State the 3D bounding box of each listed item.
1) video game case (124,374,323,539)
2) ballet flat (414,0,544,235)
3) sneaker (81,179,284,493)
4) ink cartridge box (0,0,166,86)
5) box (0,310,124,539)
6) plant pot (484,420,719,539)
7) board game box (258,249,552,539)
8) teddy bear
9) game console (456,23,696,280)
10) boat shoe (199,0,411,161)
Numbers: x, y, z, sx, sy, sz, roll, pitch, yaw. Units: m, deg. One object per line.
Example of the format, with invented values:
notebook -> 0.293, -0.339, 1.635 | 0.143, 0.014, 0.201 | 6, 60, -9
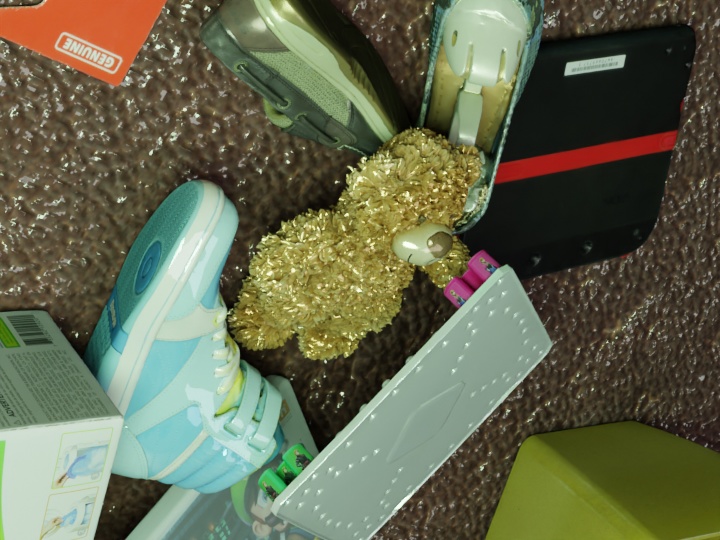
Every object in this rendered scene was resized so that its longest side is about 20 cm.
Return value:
video game case -> -0.079, 0.202, 1.059 | 0.200, 0.023, 0.183 | -49, 131, -36
ballet flat -> 0.071, -0.110, 0.986 | 0.074, 0.074, 0.202 | -12, 125, -32
sneaker -> -0.086, 0.046, 0.953 | 0.129, 0.080, 0.201 | 20, 118, -20
ink cartridge box -> -0.141, -0.187, 0.787 | 0.199, 0.044, 0.175 | 20, 105, -46
box -> -0.220, 0.138, 0.914 | 0.100, 0.112, 0.202 | -3, 124, -37
plant pot -> 0.208, 0.230, 1.284 | 0.198, 0.176, 0.202 | -3, 122, -37
board game box -> 0.034, 0.089, 1.032 | 0.200, 0.026, 0.200 | -45, 158, -2
teddy bear -> 0.000, 0.000, 0.974 | 0.199, 0.067, 0.144 | -32, 137, 29
game console -> 0.140, -0.078, 1.113 | 0.198, 0.031, 0.179 | -13, 123, -33
boat shoe -> -0.028, -0.109, 0.924 | 0.065, 0.072, 0.201 | -25, 153, 13
